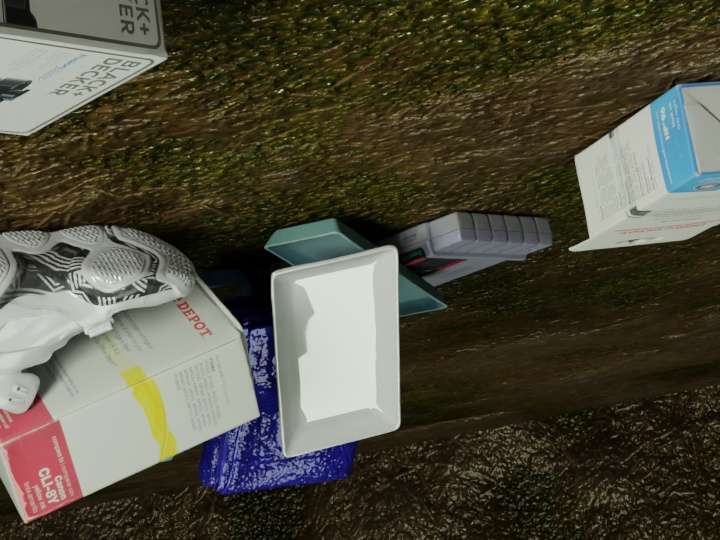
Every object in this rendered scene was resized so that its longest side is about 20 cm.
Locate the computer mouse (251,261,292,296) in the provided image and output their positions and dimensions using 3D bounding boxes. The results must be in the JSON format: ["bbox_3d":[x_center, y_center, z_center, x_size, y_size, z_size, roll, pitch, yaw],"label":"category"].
[{"bbox_3d":[-0.075,0.029,1.498,0.058,0.034,0.200,24,164,-2],"label":"computer mouse"}]

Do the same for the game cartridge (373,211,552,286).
[{"bbox_3d":[0.054,-0.008,1.490,0.129,0.039,0.199,-4,168,-45],"label":"game cartridge"}]

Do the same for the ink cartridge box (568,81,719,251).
[{"bbox_3d":[0.234,-0.074,1.226,0.115,0.069,0.200,-5,167,-21],"label":"ink cartridge box"}]

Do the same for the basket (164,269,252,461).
[{"bbox_3d":[-0.196,0.080,1.474,0.175,0.140,0.201,-5,134,-33],"label":"basket"}]

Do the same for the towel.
[{"bbox_3d":[-0.059,0.109,1.448,0.146,0.050,0.202,-2,129,-17],"label":"towel"}]

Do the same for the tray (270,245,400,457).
[{"bbox_3d":[-0.020,0.064,1.385,0.106,0.022,0.202,-12,130,-13],"label":"tray"}]

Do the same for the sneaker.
[{"bbox_3d":[-0.219,0.034,1.217,0.198,0.075,0.116,-2,122,-19],"label":"sneaker"}]

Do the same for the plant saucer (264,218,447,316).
[{"bbox_3d":[0.000,0.000,1.405,0.069,0.019,0.200,-11,156,26],"label":"plant saucer"}]

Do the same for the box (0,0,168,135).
[{"bbox_3d":[-0.192,-0.109,0.705,0.116,0.061,0.199,-20,165,41],"label":"box"}]

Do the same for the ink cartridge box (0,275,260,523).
[{"bbox_3d":[-0.195,0.085,1.296,0.198,0.084,0.145,-23,-144,-18],"label":"ink cartridge box"}]
